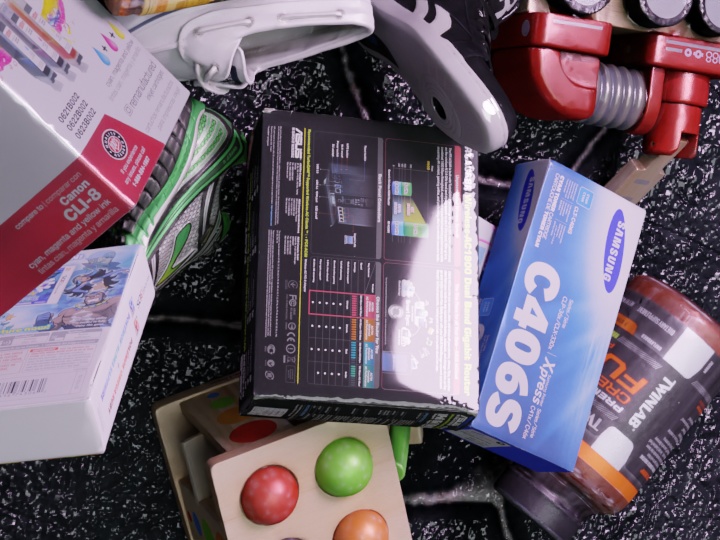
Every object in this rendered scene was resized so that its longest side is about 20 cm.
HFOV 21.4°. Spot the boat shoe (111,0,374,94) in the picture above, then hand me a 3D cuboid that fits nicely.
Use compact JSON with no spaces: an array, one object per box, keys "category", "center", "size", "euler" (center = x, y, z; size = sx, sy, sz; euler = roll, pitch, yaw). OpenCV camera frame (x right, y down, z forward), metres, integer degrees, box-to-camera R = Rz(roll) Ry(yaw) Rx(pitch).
[{"category":"boat shoe","center":[-0.089,-0.150,1.239],"size":[0.199,0.074,0.066],"euler":[-20,70,7]}]

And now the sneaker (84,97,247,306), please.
[{"category":"sneaker","center":[-0.132,-0.016,1.284],"size":[0.085,0.078,0.201],"euler":[21,95,-28]}]

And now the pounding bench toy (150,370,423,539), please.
[{"category":"pounding bench toy","center":[-0.019,0.138,1.329],"size":[0.199,0.156,0.125],"euler":[-19,110,-18]}]

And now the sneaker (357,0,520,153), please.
[{"category":"sneaker","center":[0.076,-0.162,1.269],"size":[0.112,0.200,0.073],"euler":[-26,135,-14]}]

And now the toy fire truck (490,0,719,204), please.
[{"category":"toy fire truck","center":[0.173,-0.120,1.379],"size":[0.175,0.129,0.201],"euler":[6,91,-24]}]

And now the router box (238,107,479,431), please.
[{"category":"router box","center":[0.000,0.000,1.251],"size":[0.149,0.062,0.201],"euler":[5,73,-12]}]

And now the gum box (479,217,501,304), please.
[{"category":"gum box","center":[0.054,0.017,1.361],"size":[0.200,0.066,0.114],"euler":[29,71,-26]}]

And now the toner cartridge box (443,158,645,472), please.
[{"category":"toner cartridge box","center":[0.129,0.032,1.339],"size":[0.095,0.043,0.201],"euler":[25,74,-29]}]

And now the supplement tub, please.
[{"category":"supplement tub","center":[0.189,0.109,1.439],"size":[0.107,0.107,0.200],"euler":[41,85,-26]}]

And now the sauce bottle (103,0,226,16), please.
[{"category":"sauce bottle","center":[-0.064,-0.203,1.180],"size":[0.199,0.066,0.066],"euler":[-14,109,-17]}]

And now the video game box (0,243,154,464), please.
[{"category":"video game box","center":[-0.238,0.054,1.159],"size":[0.199,0.182,0.047],"euler":[-6,121,9]}]

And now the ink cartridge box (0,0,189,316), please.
[{"category":"ink cartridge box","center":[-0.233,-0.104,1.140],"size":[0.145,0.145,0.200],"euler":[-36,111,29]}]
